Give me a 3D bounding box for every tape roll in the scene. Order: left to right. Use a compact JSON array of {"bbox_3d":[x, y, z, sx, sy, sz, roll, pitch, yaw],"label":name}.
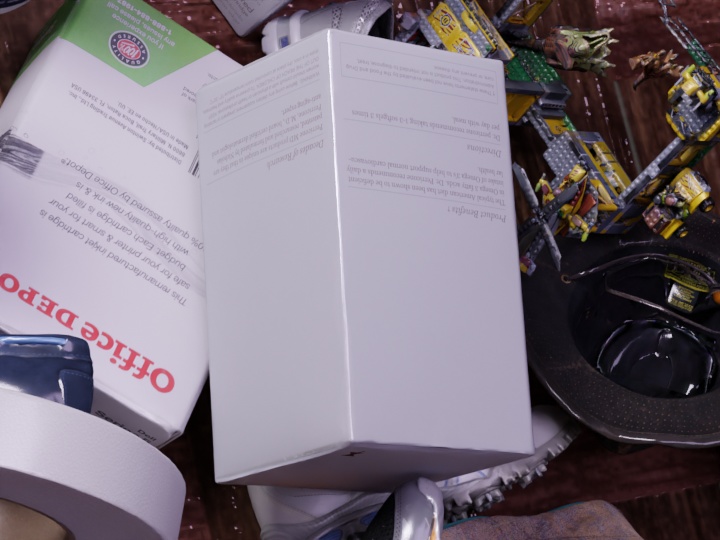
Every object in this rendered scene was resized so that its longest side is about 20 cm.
[{"bbox_3d":[-0.180,0.099,1.167,0.202,0.203,0.037,19,66,-22],"label":"tape roll"}]

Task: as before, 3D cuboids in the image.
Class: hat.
[{"bbox_3d":[0.159,0.048,1.431,0.199,0.081,0.201,8,42,-7],"label":"hat"}]

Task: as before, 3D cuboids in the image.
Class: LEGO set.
[{"bbox_3d":[0.110,-0.109,1.402,0.115,0.154,0.201,0,58,-50],"label":"LEGO set"}]

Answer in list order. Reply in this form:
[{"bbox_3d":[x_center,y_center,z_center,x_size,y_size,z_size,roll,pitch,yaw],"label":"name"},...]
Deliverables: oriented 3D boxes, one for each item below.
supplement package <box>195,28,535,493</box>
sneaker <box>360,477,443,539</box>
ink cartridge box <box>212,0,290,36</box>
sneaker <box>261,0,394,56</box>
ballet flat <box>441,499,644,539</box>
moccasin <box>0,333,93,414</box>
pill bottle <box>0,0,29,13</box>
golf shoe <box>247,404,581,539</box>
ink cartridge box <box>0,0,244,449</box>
[{"bbox_3d":[0.000,0.000,1.257,0.116,0.117,0.202,8,73,-38],"label":"supplement package"},{"bbox_3d":[-0.023,0.183,1.253,0.077,0.078,0.201,30,103,-3],"label":"sneaker"},{"bbox_3d":[-0.036,-0.219,1.354,0.067,0.200,0.116,-39,94,-32],"label":"ink cartridge box"},{"bbox_3d":[0.013,-0.057,1.382,0.075,0.082,0.201,-3,71,-69],"label":"sneaker"},{"bbox_3d":[0.085,0.163,1.344,0.199,0.068,0.067,-12,41,-43],"label":"ballet flat"},{"bbox_3d":[-0.220,0.048,1.209,0.198,0.081,0.069,10,71,3],"label":"moccasin"},{"bbox_3d":[-0.182,-0.192,1.263,0.110,0.200,0.112,10,68,-25],"label":"pill bottle"},{"bbox_3d":[0.028,0.093,1.361,0.199,0.078,0.098,-20,77,-34],"label":"golf shoe"},{"bbox_3d":[-0.128,-0.024,1.304,0.145,0.084,0.201,33,59,-16],"label":"ink cartridge box"}]
